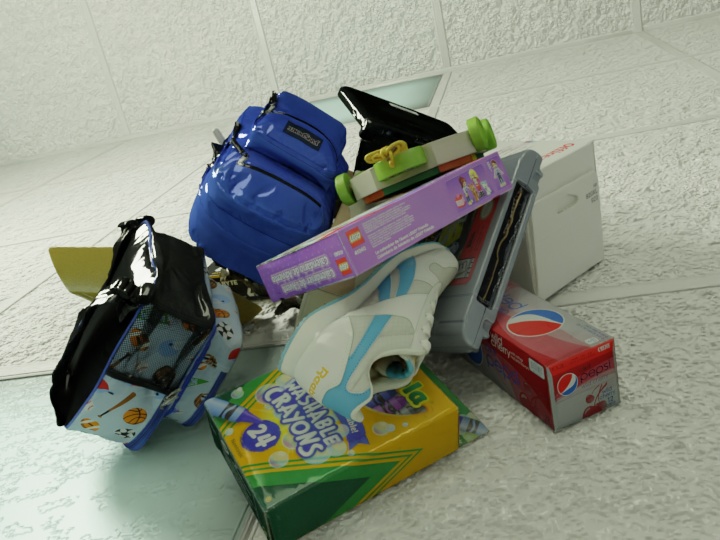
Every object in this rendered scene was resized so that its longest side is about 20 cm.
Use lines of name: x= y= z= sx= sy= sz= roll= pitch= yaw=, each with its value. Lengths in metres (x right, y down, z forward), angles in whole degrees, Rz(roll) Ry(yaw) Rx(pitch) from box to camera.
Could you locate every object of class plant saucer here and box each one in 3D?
plant saucer: x=-0.256 y=0.031 z=0.897 sx=0.199 sy=0.200 sz=0.049 roll=1 pitch=69 yaw=35

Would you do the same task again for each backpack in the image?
backpack: x=-0.212 y=0.072 z=0.712 sx=0.191 sy=0.154 sz=0.200 roll=-51 pitch=24 yaw=10
backpack: x=-0.102 y=-0.094 z=0.819 sx=0.161 sy=0.168 sz=0.201 roll=24 pitch=39 yaw=-7

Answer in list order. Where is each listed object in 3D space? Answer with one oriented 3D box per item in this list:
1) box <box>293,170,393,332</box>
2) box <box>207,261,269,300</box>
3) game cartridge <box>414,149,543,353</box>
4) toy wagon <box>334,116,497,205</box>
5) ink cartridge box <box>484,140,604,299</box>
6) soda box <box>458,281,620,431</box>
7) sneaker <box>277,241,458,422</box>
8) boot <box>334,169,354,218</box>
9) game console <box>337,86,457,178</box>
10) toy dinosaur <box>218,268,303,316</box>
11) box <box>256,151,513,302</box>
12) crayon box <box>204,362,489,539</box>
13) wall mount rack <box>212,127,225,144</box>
box: x=-0.003 y=-0.009 z=0.797 sx=0.077 sy=0.095 sz=0.201 roll=19 pitch=43 yaw=0
box: x=-0.110 y=-0.014 z=1.044 sx=0.198 sy=0.050 sz=0.160 roll=-7 pitch=24 yaw=18
game cartridge: x=0.095 y=-0.017 z=0.699 sx=0.133 sy=0.041 sz=0.201 roll=-16 pitch=48 yaw=60
toy wagon: x=0.052 y=-0.103 z=0.716 sx=0.154 sy=0.040 sz=0.200 roll=-21 pitch=3 yaw=19
ink cartridge box: x=0.161 y=-0.065 z=0.862 sx=0.147 sy=0.146 sz=0.199 roll=-28 pitch=25 yaw=-36
soda box: x=0.144 y=0.064 z=0.662 sx=0.070 sy=0.064 sz=0.200 roll=-20 pitch=22 yaw=-15
sneaker: x=0.026 y=0.046 z=0.591 sx=0.081 sy=0.077 sz=0.200 roll=38 pitch=48 yaw=17
boot: x=0.009 y=-0.145 z=1.030 sx=0.175 sy=0.066 sz=0.200 roll=35 pitch=48 yaw=9
game console: x=0.057 y=-0.139 z=0.980 sx=0.199 sy=0.117 sz=0.176 roll=12 pitch=31 yaw=-33
toy dinosaur: x=-0.120 y=-0.014 z=0.922 sx=0.077 sy=0.102 sz=0.201 roll=-42 pitch=43 yaw=20
box: x=0.022 y=-0.038 z=0.641 sx=0.199 sy=0.039 sz=0.136 roll=-29 pitch=6 yaw=-35
crayon box: x=-0.010 y=0.119 z=0.591 sx=0.199 sy=0.052 sz=0.126 roll=-22 pitch=39 yaw=-22
wall mount rack: x=-0.134 y=-0.126 z=1.029 sx=0.074 sy=0.175 sz=0.200 roll=18 pitch=33 yaw=29
